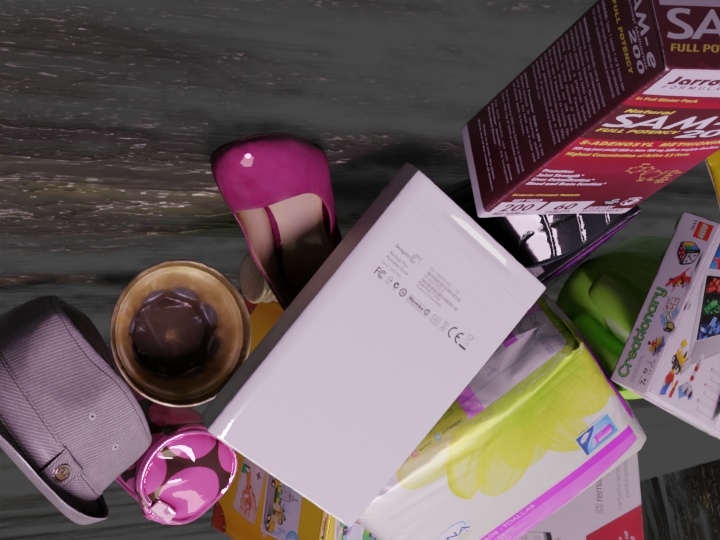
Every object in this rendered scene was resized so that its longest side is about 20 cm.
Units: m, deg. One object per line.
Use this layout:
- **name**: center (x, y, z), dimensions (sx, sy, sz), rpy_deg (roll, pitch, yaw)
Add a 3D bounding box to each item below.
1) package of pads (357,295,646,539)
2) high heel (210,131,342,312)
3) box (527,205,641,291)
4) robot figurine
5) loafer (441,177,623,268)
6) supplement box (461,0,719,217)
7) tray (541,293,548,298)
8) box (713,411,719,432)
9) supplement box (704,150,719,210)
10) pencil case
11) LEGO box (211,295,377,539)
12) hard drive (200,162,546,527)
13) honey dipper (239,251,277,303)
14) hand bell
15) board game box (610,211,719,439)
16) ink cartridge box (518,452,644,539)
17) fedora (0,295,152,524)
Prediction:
- **package of pads**: center (0.088, 0.124, 0.956), dimensions (0.199, 0.068, 0.155), rpy_deg (-38, 135, 3)
- **high heel**: center (-0.039, -0.016, 0.818), dimensions (0.067, 0.097, 0.200), rpy_deg (-13, 165, 11)
- **box**: center (0.115, 0.011, 1.031), dimensions (0.142, 0.036, 0.200), rpy_deg (-34, 171, -20)
- **robot figurine**: center (0.225, 0.035, 1.094), dimensions (0.176, 0.115, 0.200), rpy_deg (-58, 164, 20)
- **loafer**: center (0.085, -0.038, 0.911), dimensions (0.198, 0.073, 0.072), rpy_deg (-19, -158, 8)
- **supplement box**: center (0.147, -0.091, 0.738), dimensions (0.108, 0.062, 0.200), rpy_deg (-3, 162, -23)
- **tray**: center (0.073, 0.061, 1.293), dimensions (0.199, 0.038, 0.098), rpy_deg (-23, 160, 36)
- **box**: center (0.339, 0.076, 1.041), dimensions (0.199, 0.039, 0.042), rpy_deg (-28, 141, -41)
- **supplement box**: center (0.337, -0.038, 0.955), dimensions (0.109, 0.110, 0.199), rpy_deg (-22, 161, 32)
- **pencil case**: center (-0.183, 0.136, 1.112), dimensions (0.199, 0.094, 0.091), rpy_deg (23, 154, 53)
- **LEGO box**: center (-0.034, 0.124, 1.052), dimensions (0.077, 0.203, 0.148), rpy_deg (3, -171, -39)
- **hard drive**: center (0.011, 0.050, 0.852), dimensions (0.132, 0.201, 0.027), rpy_deg (39, -179, -32)
- **honey dipper**: center (0.000, 0.000, 1.033), dimensions (0.198, 0.038, 0.038), rpy_deg (-4, 165, -38)
- **hand bell**: center (-0.160, 0.052, 1.060), dimensions (0.103, 0.106, 0.200), rpy_deg (-4, 177, -20)
- **board game box**: center (0.259, 0.049, 0.997), dimensions (0.034, 0.127, 0.199), rpy_deg (23, 177, 37)
- **ink cartridge box**: center (0.122, 0.203, 1.091), dimensions (0.197, 0.148, 0.083), rpy_deg (0, 150, 2)
- **fedora**: center (-0.218, 0.087, 0.988), dimensions (0.090, 0.201, 0.177), rpy_deg (-35, -151, -6)
